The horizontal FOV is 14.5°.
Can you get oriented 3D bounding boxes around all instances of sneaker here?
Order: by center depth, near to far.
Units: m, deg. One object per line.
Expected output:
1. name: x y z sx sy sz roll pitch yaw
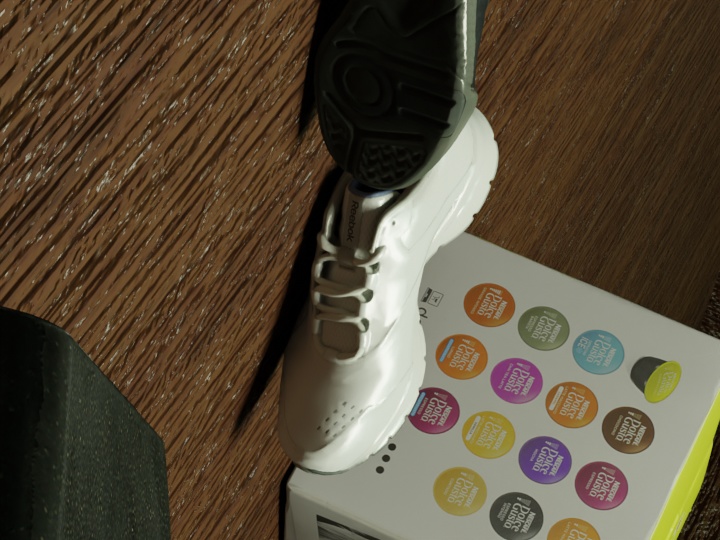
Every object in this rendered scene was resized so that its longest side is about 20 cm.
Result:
1. sneaker: 0.039 -0.133 1.221 0.114 0.076 0.200 -42 148 -51
2. sneaker: 0.000 0.000 1.366 0.087 0.074 0.201 35 71 -67

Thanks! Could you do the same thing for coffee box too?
1. coffee box: 0.083 0.132 1.643 0.200 0.197 0.200 95 22 -58

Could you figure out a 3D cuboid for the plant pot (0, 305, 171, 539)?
1. plant pot: -0.137 0.093 0.596 0.200 0.198 0.178 65 38 -75
